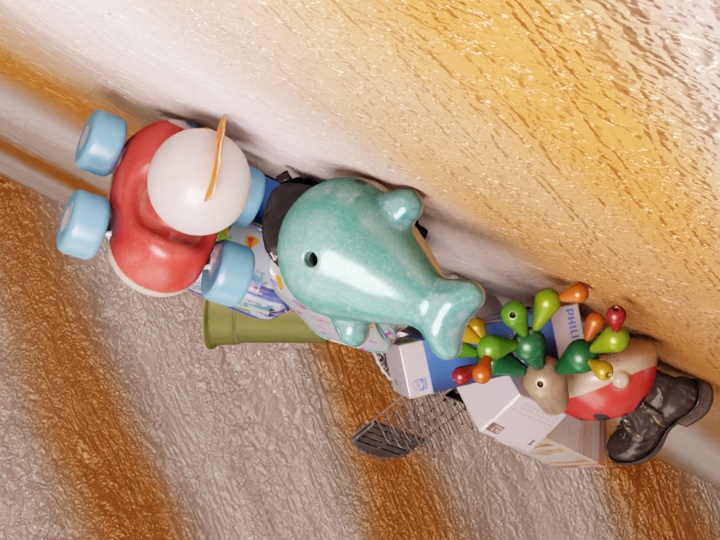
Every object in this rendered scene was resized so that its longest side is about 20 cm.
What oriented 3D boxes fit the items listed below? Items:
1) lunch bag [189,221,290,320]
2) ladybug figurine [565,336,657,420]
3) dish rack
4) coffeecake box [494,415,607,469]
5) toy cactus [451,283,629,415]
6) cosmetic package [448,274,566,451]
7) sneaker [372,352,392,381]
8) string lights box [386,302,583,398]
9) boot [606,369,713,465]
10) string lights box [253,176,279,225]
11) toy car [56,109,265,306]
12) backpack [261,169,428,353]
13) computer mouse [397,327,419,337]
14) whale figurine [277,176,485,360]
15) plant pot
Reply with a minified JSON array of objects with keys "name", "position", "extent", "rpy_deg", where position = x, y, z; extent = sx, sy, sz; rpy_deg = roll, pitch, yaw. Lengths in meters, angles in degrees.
[{"name":"lunch bag","position":[-0.160,-0.016,1.499],"extent":[0.198,0.083,0.161],"rpy_deg":[24,170,-8]},{"name":"ladybug figurine","position":[0.268,0.123,1.532],"extent":[0.134,0.073,0.200],"rpy_deg":[-18,-178,-1]},{"name":"dish rack","position":[0.090,0.206,1.865],"extent":[0.153,0.200,0.055],"rpy_deg":[27,-150,-49]},{"name":"coffeecake box","position":[0.248,0.160,1.754],"extent":[0.072,0.155,0.200],"rpy_deg":[-8,159,31]},{"name":"toy cactus","position":[0.179,0.094,1.370],"extent":[0.198,0.103,0.166],"rpy_deg":[-13,137,16]},{"name":"cosmetic package","position":[0.153,0.108,1.621],"extent":[0.101,0.074,0.201],"rpy_deg":[25,-154,-44]},{"name":"sneaker","position":[0.017,0.064,1.849],"extent":[0.201,0.073,0.079],"rpy_deg":[61,174,-7]},{"name":"string lights box","position":[0.133,0.085,1.483],"extent":[0.198,0.060,0.103],"rpy_deg":[-13,-178,-9]},{"name":"boot","position":[0.321,0.160,1.708],"extent":[0.173,0.070,0.200],"rpy_deg":[21,135,-22]},{"name":"string lights box","position":[-0.103,-0.066,1.529],"extent":[0.198,0.060,0.103],"rpy_deg":[23,172,-10]},{"name":"toy car","position":[-0.155,-0.087,1.265],"extent":[0.183,0.179,0.200],"rpy_deg":[20,147,-22]},{"name":"backpack","position":[-0.012,0.000,1.396],"extent":[0.166,0.127,0.200],"rpy_deg":[25,167,23]},{"name":"computer mouse","position":[0.094,0.102,1.712],"extent":[0.199,0.046,0.140],"rpy_deg":[33,-174,9]},{"name":"whale figurine","position":[0.010,0.002,1.210],"extent":[0.199,0.160,0.103],"rpy_deg":[35,-156,23]},{"name":"plant pot","position":[-0.131,0.037,2.141],"extent":[0.188,0.202,0.200],"rpy_deg":[8,173,7]}]
